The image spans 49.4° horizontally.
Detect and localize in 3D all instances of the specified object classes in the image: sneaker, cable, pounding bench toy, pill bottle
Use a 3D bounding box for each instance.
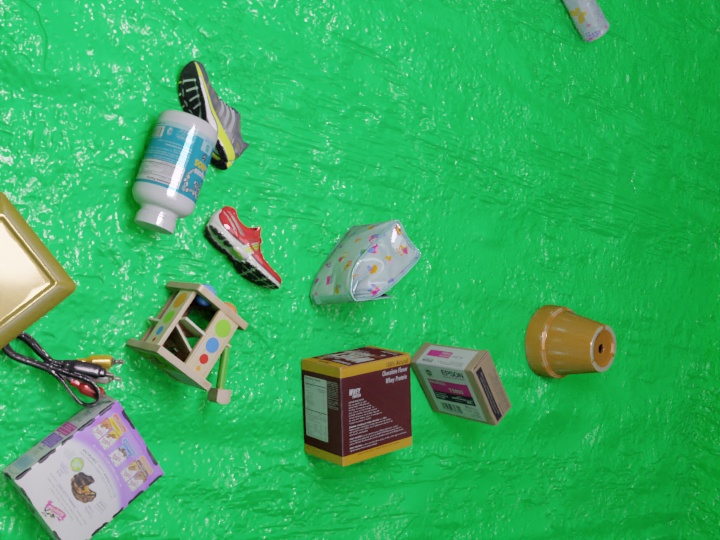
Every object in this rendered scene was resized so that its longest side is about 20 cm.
[{"bbox_3d":[-0.269,-0.291,1.442,0.081,0.074,0.201,-42,124,-42],"label":"sneaker"},{"bbox_3d":[-0.487,0.164,1.269,0.199,0.050,0.098,19,64,-20],"label":"cable"},{"bbox_3d":[-0.280,0.129,1.411,0.200,0.124,0.157,46,64,-33],"label":"pounding bench toy"},{"bbox_3d":[-0.208,-0.043,1.499,0.200,0.077,0.085,51,56,-31],"label":"sneaker"},{"bbox_3d":[-0.328,-0.168,1.363,0.110,0.110,0.201,25,77,-39],"label":"pill bottle"}]

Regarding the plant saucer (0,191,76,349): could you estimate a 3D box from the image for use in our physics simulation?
[{"bbox_3d":[-0.565,0.009,1.194,0.200,0.048,0.201,-44,112,-29],"label":"plant saucer"}]

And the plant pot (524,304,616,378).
[{"bbox_3d":[0.578,0.199,2.114,0.199,0.183,0.202,-3,94,-40],"label":"plant pot"}]

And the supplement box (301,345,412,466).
[{"bbox_3d":[-0.006,0.278,1.649,0.196,0.132,0.202,-6,97,-40],"label":"supplement box"}]

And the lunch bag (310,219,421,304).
[{"bbox_3d":[0.000,0.000,1.614,0.200,0.170,0.122,-49,114,-27],"label":"lunch bag"}]

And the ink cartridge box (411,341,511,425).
[{"bbox_3d":[0.229,0.259,1.806,0.075,0.199,0.165,-42,117,-31],"label":"ink cartridge box"}]

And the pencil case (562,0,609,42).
[{"bbox_3d":[0.613,-0.732,2.161,0.200,0.083,0.091,50,54,-31],"label":"pencil case"}]

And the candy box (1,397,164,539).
[{"bbox_3d":[-0.457,0.337,1.304,0.200,0.071,0.169,-39,117,-33],"label":"candy box"}]
